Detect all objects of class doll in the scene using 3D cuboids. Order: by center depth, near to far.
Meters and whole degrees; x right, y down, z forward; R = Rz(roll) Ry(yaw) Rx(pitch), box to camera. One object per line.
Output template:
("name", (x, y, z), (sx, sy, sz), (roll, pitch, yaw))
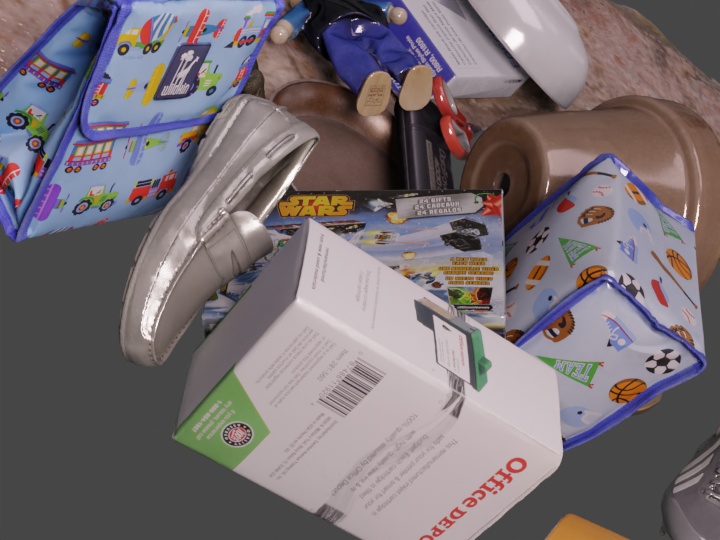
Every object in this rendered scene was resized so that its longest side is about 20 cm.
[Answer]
("doll", (-0.015, -0.208, 1.164), (0.135, 0.049, 0.200), (-10, 41, -22))

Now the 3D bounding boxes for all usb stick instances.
("usb stick", (0.054, -0.075, 1.092), (0.055, 0.033, 0.201), (34, 34, -30))

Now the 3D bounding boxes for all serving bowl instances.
("serving bowl", (0.178, -0.268, 1.394), (0.200, 0.066, 0.200), (45, 18, -18))

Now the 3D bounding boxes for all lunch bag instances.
("lunch bag", (-0.144, -0.124, 0.844), (0.150, 0.200, 0.094), (-16, 64, -51))
("lunch bag", (0.138, 0.038, 0.962), (0.124, 0.200, 0.171), (39, 34, -15))

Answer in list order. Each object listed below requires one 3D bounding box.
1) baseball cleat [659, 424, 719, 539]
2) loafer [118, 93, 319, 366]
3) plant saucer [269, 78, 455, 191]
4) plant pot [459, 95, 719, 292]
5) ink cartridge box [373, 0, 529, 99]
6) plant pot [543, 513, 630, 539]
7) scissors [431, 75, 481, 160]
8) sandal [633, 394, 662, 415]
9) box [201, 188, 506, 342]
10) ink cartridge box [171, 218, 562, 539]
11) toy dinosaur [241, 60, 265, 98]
("baseball cleat", (0.302, 0.161, 1.083), (0.069, 0.107, 0.200), (32, 28, 7))
("loafer", (-0.091, -0.025, 0.849), (0.069, 0.070, 0.201), (21, 69, 12))
("plant saucer", (-0.001, -0.074, 1.089), (0.199, 0.032, 0.201), (28, 38, -24))
("plant pot", (0.184, -0.061, 1.120), (0.174, 0.200, 0.201), (9, 47, -35))
("ink cartridge box", (0.058, -0.258, 1.335), (0.199, 0.041, 0.200), (-13, 63, -51))
("plant pot", (0.163, 0.251, 0.791), (0.183, 0.201, 0.200), (34, 32, 16))
("scissors", (0.096, -0.121, 1.203), (0.200, 0.014, 0.074), (29, 43, -72))
("sandal", (0.185, 0.060, 1.116), (0.199, 0.054, 0.081), (31, 36, -19))
("box", (0.000, 0.000, 0.905), (0.198, 0.040, 0.138), (0, 41, 6))
("ink cartridge box", (0.007, 0.084, 0.828), (0.199, 0.146, 0.085), (31, 35, -18))
("toy dinosaur", (-0.101, -0.147, 1.021), (0.102, 0.076, 0.201), (36, 30, -80))
